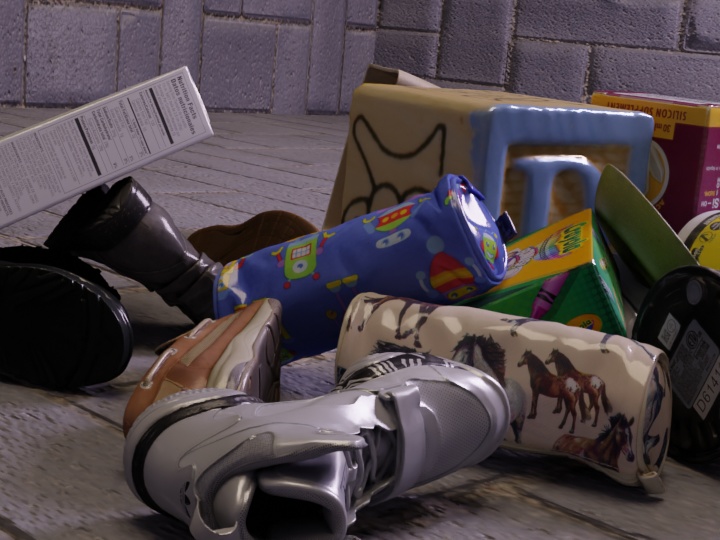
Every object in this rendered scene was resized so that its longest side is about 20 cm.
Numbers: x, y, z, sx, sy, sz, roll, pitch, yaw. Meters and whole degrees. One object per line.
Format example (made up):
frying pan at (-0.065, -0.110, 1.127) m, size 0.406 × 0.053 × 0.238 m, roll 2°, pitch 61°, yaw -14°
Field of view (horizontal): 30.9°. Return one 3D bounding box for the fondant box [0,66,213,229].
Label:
fondant box at (-0.228, -0.080, 0.953) m, size 0.199 × 0.059 × 0.144 m, roll -27°, pitch 12°, yaw -31°

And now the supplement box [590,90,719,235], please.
supplement box at (0.279, -0.059, 1.201) m, size 0.103 × 0.201 × 0.131 m, roll -6°, pitch 15°, yaw -44°

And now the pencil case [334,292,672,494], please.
pencil case at (0.083, 0.070, 0.751) m, size 0.199 × 0.090 × 0.078 m, roll 10°, pitch -17°, yaw 21°

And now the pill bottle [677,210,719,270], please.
pill bottle at (0.350, 0.021, 1.043) m, size 0.112 × 0.113 × 0.200 m, roll -2°, pitch 13°, yaw -35°

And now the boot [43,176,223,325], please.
boot at (-0.164, -0.004, 0.999) m, size 0.132 × 0.070 × 0.200 m, roll 41°, pitch -11°, yaw -20°

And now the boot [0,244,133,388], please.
boot at (-0.217, 0.024, 0.893) m, size 0.197 × 0.074 × 0.162 m, roll 10°, pitch 5°, yaw 16°

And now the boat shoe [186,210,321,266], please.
boat shoe at (-0.075, 0.002, 1.043) m, size 0.072 × 0.072 × 0.200 m, roll 36°, pitch -24°, yaw -31°

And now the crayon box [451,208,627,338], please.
crayon box at (0.116, 0.020, 0.896) m, size 0.118 × 0.058 × 0.200 m, roll -23°, pitch 7°, yaw 13°

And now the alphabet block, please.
alphabet block at (0.114, -0.060, 1.163) m, size 0.196 × 0.196 × 0.200 m, roll 0°, pitch 12°, yaw -34°

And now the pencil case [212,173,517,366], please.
pencil case at (0.000, 0.000, 0.856) m, size 0.199 × 0.087 × 0.078 m, roll -21°, pitch -38°, yaw 22°

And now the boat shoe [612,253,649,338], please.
boat shoe at (0.183, 0.032, 1.009) m, size 0.066 × 0.074 × 0.200 m, roll -15°, pitch 6°, yaw -2°

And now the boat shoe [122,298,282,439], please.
boat shoe at (-0.086, 0.058, 0.747) m, size 0.071 × 0.076 × 0.200 m, roll 4°, pitch 9°, yaw 5°

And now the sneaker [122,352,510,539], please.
sneaker at (-0.002, 0.092, 0.606) m, size 0.199 × 0.076 × 0.115 m, roll -5°, pitch 14°, yaw -23°

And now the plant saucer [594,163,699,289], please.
plant saucer at (0.231, 0.010, 0.970) m, size 0.031 × 0.200 × 0.200 m, roll -36°, pitch 8°, yaw 6°

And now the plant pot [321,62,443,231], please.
plant pot at (0.078, -0.094, 1.371) m, size 0.176 × 0.201 × 0.200 m, roll 14°, pitch 8°, yaw -12°

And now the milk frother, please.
milk frother at (0.296, 0.072, 0.762) m, size 0.187 × 0.181 × 0.201 m, roll 0°, pitch 55°, yaw -25°
